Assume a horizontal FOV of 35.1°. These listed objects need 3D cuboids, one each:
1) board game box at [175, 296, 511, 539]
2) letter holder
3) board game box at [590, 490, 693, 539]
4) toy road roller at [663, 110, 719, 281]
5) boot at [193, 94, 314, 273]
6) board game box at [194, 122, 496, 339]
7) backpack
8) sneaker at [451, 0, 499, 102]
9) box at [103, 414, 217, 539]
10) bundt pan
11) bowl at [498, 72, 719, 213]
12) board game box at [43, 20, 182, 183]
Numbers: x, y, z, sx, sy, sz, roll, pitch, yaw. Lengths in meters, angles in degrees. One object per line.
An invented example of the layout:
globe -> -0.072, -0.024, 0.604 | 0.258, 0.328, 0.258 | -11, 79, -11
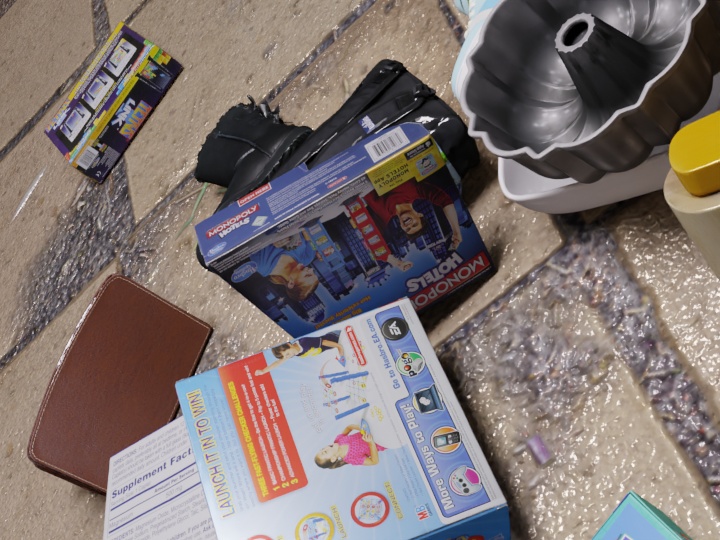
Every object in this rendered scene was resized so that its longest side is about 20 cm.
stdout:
board game box -> -0.018, 0.138, 0.838 | 0.195, 0.056, 0.201 | -20, 50, -5
letter holder -> -0.267, 0.115, 1.162 | 0.100, 0.142, 0.201 | 2, 65, 49
board game box -> 0.152, 0.254, 0.668 | 0.200, 0.045, 0.152 | -52, 36, 5
toy road roller -> 0.296, -0.087, 0.713 | 0.199, 0.123, 0.146 | -25, 34, 28
boot -> -0.133, -0.096, 1.233 | 0.199, 0.073, 0.162 | -53, 38, -8
board game box -> 0.000, 0.000, 0.940 | 0.199, 0.200, 0.062 | -29, 37, 1
backpack -> -0.004, -0.072, 1.029 | 0.199, 0.154, 0.163 | -34, 39, -7
sneaker -> 0.119, -0.230, 1.053 | 0.130, 0.080, 0.200 | 15, 65, 50
box -> -0.119, 0.223, 0.945 | 0.183, 0.105, 0.201 | -31, 44, 27
bundt pan -> 0.171, -0.147, 0.806 | 0.201, 0.076, 0.203 | -28, 45, 32
bowl -> 0.209, -0.136, 0.881 | 0.199, 0.075, 0.201 | -17, 52, 40
board game box -> -0.350, -0.239, 1.600 | 0.200, 0.057, 0.165 | -54, 34, 3
